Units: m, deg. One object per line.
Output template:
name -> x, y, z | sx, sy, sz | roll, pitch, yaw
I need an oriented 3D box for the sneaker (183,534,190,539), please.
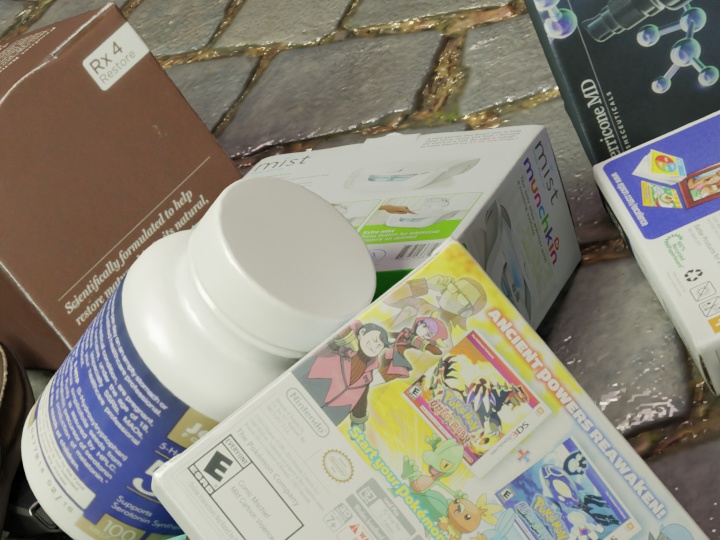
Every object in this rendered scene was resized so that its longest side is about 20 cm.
sneaker -> -0.030, 0.129, 0.898 | 0.076, 0.116, 0.200 | -26, 29, 34

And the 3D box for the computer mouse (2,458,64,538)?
computer mouse -> -0.194, 0.149, 1.065 | 0.200, 0.046, 0.141 | 3, 47, 28

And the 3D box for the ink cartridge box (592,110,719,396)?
ink cartridge box -> 0.250, -0.038, 1.016 | 0.200, 0.047, 0.198 | -22, 32, 3

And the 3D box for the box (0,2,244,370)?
box -> -0.206, -0.048, 1.180 | 0.166, 0.164, 0.200 | -45, 22, -24

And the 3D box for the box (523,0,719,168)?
box -> 0.206, -0.174, 1.131 | 0.200, 0.149, 0.107 | -22, 33, 6

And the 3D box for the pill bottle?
pill bottle -> -0.081, 0.050, 0.936 | 0.200, 0.120, 0.120 | -51, 17, 37

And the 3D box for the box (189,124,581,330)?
box -> 0.000, 0.000, 1.053 | 0.200, 0.097, 0.177 | -6, 26, 29

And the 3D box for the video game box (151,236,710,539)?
video game box -> 0.036, 0.116, 0.833 | 0.182, 0.200, 0.047 | -37, -8, -14

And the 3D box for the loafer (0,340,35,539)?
loafer -> -0.234, 0.096, 1.049 | 0.073, 0.071, 0.200 | -17, 39, 7

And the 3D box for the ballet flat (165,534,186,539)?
ballet flat -> -0.119, 0.172, 0.912 | 0.200, 0.072, 0.072 | 0, 13, -42
